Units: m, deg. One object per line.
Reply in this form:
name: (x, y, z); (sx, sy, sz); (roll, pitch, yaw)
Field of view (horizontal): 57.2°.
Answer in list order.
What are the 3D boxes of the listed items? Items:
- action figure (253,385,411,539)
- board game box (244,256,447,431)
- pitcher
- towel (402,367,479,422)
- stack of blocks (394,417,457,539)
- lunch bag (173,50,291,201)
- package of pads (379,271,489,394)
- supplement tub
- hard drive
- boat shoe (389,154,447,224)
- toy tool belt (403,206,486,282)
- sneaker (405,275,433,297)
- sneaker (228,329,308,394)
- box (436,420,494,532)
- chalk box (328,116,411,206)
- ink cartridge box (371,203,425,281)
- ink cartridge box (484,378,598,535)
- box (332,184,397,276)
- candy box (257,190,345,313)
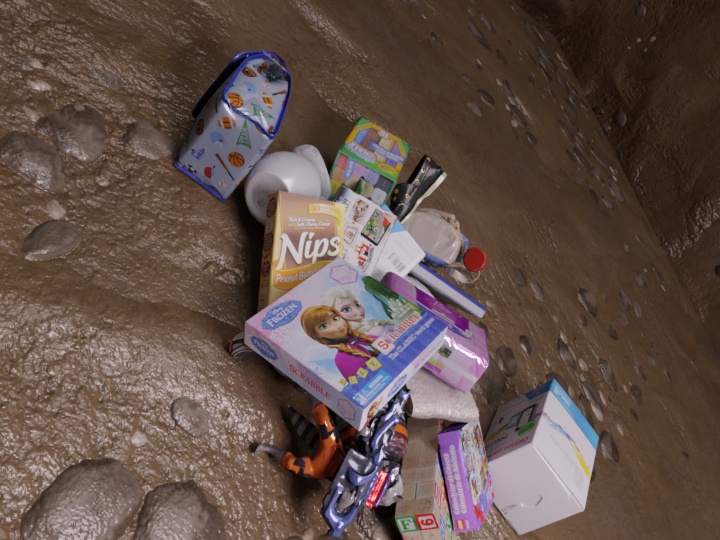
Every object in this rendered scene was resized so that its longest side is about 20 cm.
action figure: (-0.014, 0.225, 0.864); (0.192, 0.105, 0.202); (36, 79, 6)
board game box: (-0.017, 0.084, 0.869); (0.197, 0.042, 0.199); (31, 42, 23)
pitcher: (-0.104, -0.120, 1.120); (0.174, 0.120, 0.200); (56, 23, -5)
towel: (0.109, 0.159, 1.070); (0.129, 0.035, 0.202); (11, 35, -25)
stack of blocks: (0.104, 0.326, 0.984); (0.202, 0.057, 0.118); (-73, 145, -59)
lunch bag: (-0.199, -0.249, 1.066); (0.123, 0.169, 0.203); (36, 40, -21)
package of pads: (0.103, 0.093, 1.036); (0.197, 0.077, 0.121); (32, 23, -7)
supplement tub: (0.014, 0.214, 0.973); (0.105, 0.106, 0.205); (22, 46, -35)
hard drive: (0.138, 0.022, 1.281); (0.198, 0.026, 0.131); (33, -3, -26)
boat shoe: (0.083, -0.133, 1.252); (0.063, 0.073, 0.202); (43, 72, -8)
toy tool belt: (0.165, -0.049, 1.327); (0.196, 0.128, 0.123); (24, 0, 15)
sneaker: (0.065, 0.039, 1.230); (0.197, 0.075, 0.100); (33, 16, -23)
sneaker: (-0.088, 0.129, 0.916); (0.194, 0.081, 0.077); (15, 71, -3)
box: (0.168, 0.311, 1.036); (0.199, 0.038, 0.141); (19, 59, -71)
chalk box: (0.004, -0.174, 1.250); (0.121, 0.126, 0.202); (27, 37, -2)
ink cartridge box: (0.000, 0.000, 1.122); (0.199, 0.067, 0.116); (-42, 94, -13)
ink cartridge box: (0.317, 0.332, 1.188); (0.147, 0.146, 0.200); (51, 35, -2)
box: (-0.029, -0.021, 1.064); (0.108, 0.035, 0.204); (27, 79, -9)
candy box: (-0.088, -0.006, 0.991); (0.112, 0.055, 0.207); (8, 82, -27)
